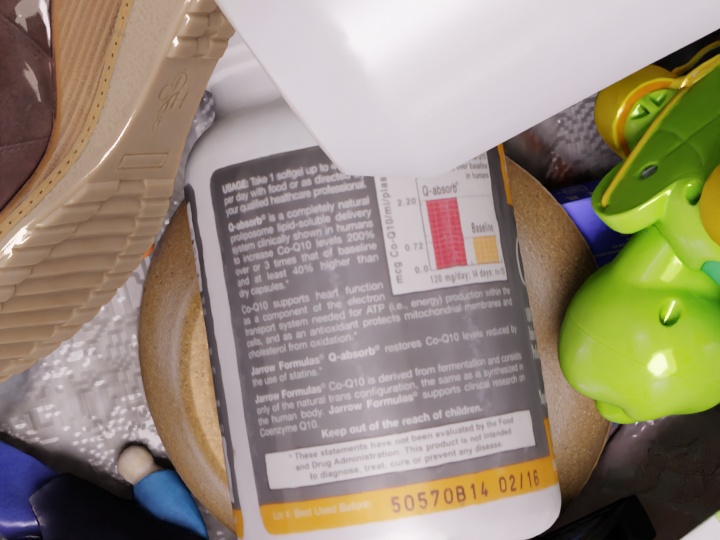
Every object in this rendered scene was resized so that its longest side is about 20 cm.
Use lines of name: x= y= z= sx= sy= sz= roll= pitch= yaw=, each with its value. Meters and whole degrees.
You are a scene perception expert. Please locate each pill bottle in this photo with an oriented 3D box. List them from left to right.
pill bottle: x=0.000 y=0.000 z=0.677 sx=0.116 sy=0.116 sz=0.201 roll=-8 pitch=86 yaw=-3

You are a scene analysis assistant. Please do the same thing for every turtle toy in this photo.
turtle toy: x=0.151 y=-0.025 z=0.707 sx=0.200 sy=0.146 sz=0.101 roll=-36 pitch=116 yaw=3

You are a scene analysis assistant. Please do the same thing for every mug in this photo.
mug: x=0.030 y=-0.110 z=0.570 sx=0.153 sy=0.187 sz=0.150 roll=-36 pitch=109 yaw=2

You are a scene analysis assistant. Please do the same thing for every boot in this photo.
boot: x=-0.132 y=-0.077 z=0.676 sx=0.072 sy=0.166 sz=0.200 roll=5 pitch=123 yaw=-56

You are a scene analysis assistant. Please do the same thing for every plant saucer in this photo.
plant saucer: x=0.002 y=0.039 z=0.770 sx=0.200 sy=0.035 sz=0.201 roll=3 pitch=103 yaw=11

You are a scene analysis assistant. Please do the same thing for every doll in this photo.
doll: x=-0.124 y=0.125 z=0.790 sx=0.200 sy=0.137 sz=0.048 roll=23 pitch=151 yaw=-5

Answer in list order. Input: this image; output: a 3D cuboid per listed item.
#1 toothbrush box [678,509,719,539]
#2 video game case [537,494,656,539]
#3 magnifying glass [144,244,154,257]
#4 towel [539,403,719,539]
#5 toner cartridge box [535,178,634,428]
toothbrush box: x=0.185 y=0.114 z=0.747 sx=0.200 sy=0.146 sz=0.086 roll=-31 pitch=73 yaw=-19
video game case: x=0.013 y=0.155 z=0.769 sx=0.200 sy=0.181 sz=0.026 roll=-30 pitch=84 yaw=17
magnifying glass: x=-0.125 y=-0.092 z=0.747 sx=0.079 sy=0.022 sz=0.200 roll=-18 pitch=112 yaw=1
towel: x=0.161 y=0.161 z=0.879 sx=0.200 sy=0.032 sz=0.191 roll=27 pitch=107 yaw=-17
toner cartridge box: x=0.164 y=-0.003 z=0.792 sx=0.199 sy=0.043 sz=0.095 roll=-13 pitch=101 yaw=-1
